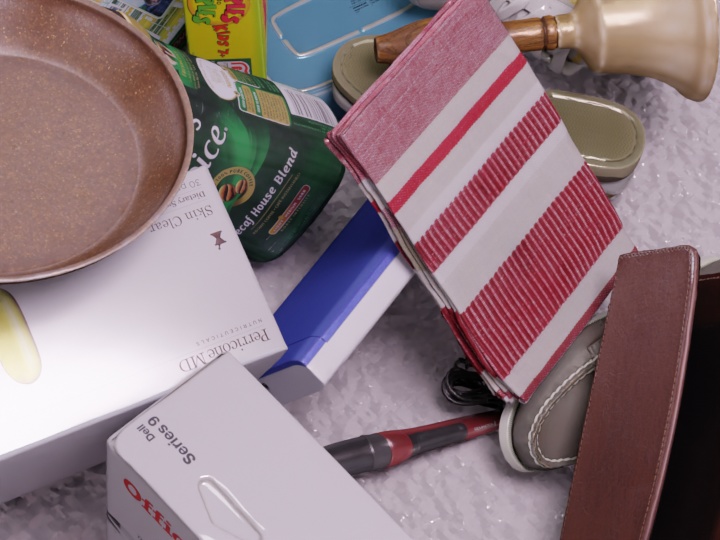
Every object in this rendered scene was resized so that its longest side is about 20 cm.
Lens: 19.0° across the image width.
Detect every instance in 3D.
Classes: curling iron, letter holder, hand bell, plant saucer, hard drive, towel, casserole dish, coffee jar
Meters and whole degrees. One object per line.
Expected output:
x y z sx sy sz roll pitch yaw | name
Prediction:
0.009 0.095 1.248 0.200 0.026 0.050 -20 73 -25 | curling iron
0.197 0.094 1.165 0.100 0.142 0.201 17 79 -22 | letter holder
0.107 -0.145 1.311 0.199 0.104 0.104 -6 60 -8 | hand bell
-0.185 -0.064 1.096 0.200 0.037 0.201 4 52 -5 | plant saucer
0.000 0.000 1.258 0.025 0.132 0.200 45 62 -11 | hard drive
0.073 -0.042 1.220 0.144 0.023 0.200 -48 117 -31 | towel
-0.011 -0.159 1.402 0.200 0.039 0.121 -26 66 -21 | casserole dish
-0.111 -0.080 1.251 0.200 0.104 0.085 20 30 -38 | coffee jar

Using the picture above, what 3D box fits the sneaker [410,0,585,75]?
0.119 -0.174 1.381 0.199 0.077 0.081 3 66 -25 | sneaker

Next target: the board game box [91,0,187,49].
-0.205 -0.189 1.404 0.200 0.029 0.135 28 60 10 | board game box

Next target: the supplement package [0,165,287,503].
-0.165 0.047 1.150 0.200 0.156 0.111 -22 80 -23 | supplement package

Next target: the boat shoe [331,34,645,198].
0.074 -0.086 1.348 0.199 0.068 0.075 19 60 3 | boat shoe

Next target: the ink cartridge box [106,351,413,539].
-0.057 0.157 1.114 0.084 0.200 0.146 -38 70 -25 | ink cartridge box

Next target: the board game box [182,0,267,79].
-0.085 -0.220 1.353 0.047 0.102 0.200 -2 51 0 | board game box

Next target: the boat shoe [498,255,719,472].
0.169 0.056 1.267 0.201 0.072 0.060 -33 25 -24 | boat shoe
